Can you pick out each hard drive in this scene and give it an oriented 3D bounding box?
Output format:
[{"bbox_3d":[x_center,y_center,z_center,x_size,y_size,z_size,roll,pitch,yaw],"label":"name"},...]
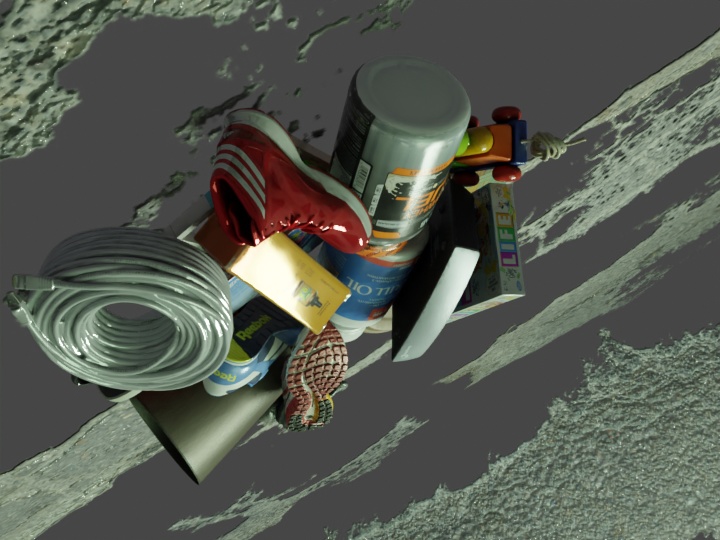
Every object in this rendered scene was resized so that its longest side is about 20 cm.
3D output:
[{"bbox_3d":[0.086,0.005,1.064,0.042,0.135,0.200,15,132,-11],"label":"hard drive"}]

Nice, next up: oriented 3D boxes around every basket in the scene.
[{"bbox_3d":[-0.192,0.159,1.216,0.200,0.136,0.181,-40,125,-21],"label":"basket"}]

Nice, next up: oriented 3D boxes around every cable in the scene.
[{"bbox_3d":[-0.225,0.043,0.886,0.199,0.069,0.200,-5,138,0],"label":"cable"}]

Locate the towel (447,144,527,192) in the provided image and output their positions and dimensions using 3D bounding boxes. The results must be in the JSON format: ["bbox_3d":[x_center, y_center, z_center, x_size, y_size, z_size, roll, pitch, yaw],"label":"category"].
[{"bbox_3d":[0.153,-0.104,1.312,0.146,0.022,0.200,-23,157,-27],"label":"towel"}]

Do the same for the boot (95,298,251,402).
[{"bbox_3d":[-0.230,0.095,1.134,0.200,0.073,0.144,-41,160,14],"label":"boot"}]

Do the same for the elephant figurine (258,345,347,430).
[{"bbox_3d":[-0.093,0.168,1.466,0.200,0.155,0.142,-17,114,-62],"label":"elephant figurine"}]

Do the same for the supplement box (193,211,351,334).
[{"bbox_3d":[-0.089,-0.003,0.962,0.067,0.069,0.200,-51,143,-3],"label":"supplement box"}]

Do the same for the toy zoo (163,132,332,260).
[{"bbox_3d":[-0.125,-0.068,0.974,0.200,0.021,0.131,-38,160,16],"label":"toy zoo"}]

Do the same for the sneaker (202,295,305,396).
[{"bbox_3d":[-0.132,0.091,1.110,0.200,0.074,0.082,-29,148,-60],"label":"sneaker"}]

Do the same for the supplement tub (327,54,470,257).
[{"bbox_3d":[0.030,-0.111,0.927,0.122,0.123,0.200,-22,151,-27],"label":"supplement tub"}]

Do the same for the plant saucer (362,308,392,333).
[{"bbox_3d":[0.050,0.001,1.248,0.199,0.029,0.201,-20,125,-32],"label":"plant saucer"}]

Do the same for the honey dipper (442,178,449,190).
[{"bbox_3d":[0.043,-0.101,1.129,0.200,0.038,0.038,-7,149,-47],"label":"honey dipper"}]

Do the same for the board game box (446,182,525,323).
[{"bbox_3d":[0.126,-0.014,1.112,0.034,0.135,0.200,1,166,-26],"label":"board game box"}]

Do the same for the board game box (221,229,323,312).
[{"bbox_3d":[-0.102,-0.017,1.040,0.200,0.019,0.103,-39,167,-20],"label":"board game box"}]

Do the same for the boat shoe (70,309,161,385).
[{"bbox_3d":[-0.241,0.089,1.002,0.199,0.067,0.070,-11,154,12],"label":"boat shoe"}]

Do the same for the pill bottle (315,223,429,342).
[{"bbox_3d":[0.000,0.000,1.099,0.112,0.112,0.200,-19,152,-33],"label":"pill bottle"}]

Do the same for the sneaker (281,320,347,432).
[{"bbox_3d":[-0.070,0.124,1.143,0.077,0.082,0.200,-4,140,-20],"label":"sneaker"}]

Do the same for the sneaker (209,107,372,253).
[{"bbox_3d":[-0.073,-0.049,0.850,0.078,0.116,0.200,-16,136,42],"label":"sneaker"}]

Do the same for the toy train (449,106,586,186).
[{"bbox_3d":[0.137,-0.144,1.001,0.115,0.085,0.200,-1,180,-36],"label":"toy train"}]
